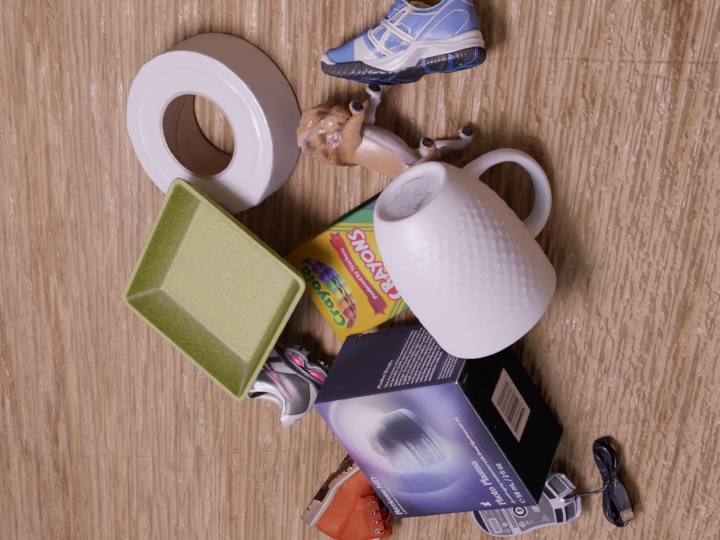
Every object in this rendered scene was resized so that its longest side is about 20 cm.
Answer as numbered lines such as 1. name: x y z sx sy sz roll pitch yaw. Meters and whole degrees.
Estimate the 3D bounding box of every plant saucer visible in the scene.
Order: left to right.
1. plant saucer: -0.162 0.017 1.623 0.200 0.048 0.200 39 125 12

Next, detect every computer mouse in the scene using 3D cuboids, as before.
1. computer mouse: 0.219 0.259 1.638 0.199 0.044 0.110 -15 112 30

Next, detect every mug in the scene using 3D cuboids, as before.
1. mug: 0.116 -0.038 1.455 0.176 0.200 0.148 50 173 -31

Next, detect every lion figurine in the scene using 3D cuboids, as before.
1. lion figurine: 0.028 -0.130 1.515 0.199 0.073 0.123 31 142 1

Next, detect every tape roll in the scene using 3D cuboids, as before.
1. tape roll: -0.168 -0.166 1.615 0.201 0.071 0.204 14 121 24

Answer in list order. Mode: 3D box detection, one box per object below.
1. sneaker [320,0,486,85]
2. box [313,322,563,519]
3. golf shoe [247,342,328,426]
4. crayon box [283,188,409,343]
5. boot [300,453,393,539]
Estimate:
1. sneaker: 0.044 -0.238 1.460 0.199 0.076 0.078 -6 87 35
2. box: 0.089 0.168 1.585 0.198 0.124 0.200 -13 124 36
3. golf shoe: -0.132 0.103 1.718 0.200 0.088 0.077 36 168 11
4. crayon box: 0.000 0.000 1.618 0.200 0.051 0.127 -31 98 39
5. boot: 0.010 0.280 1.759 0.107 0.075 0.200 37 137 4
